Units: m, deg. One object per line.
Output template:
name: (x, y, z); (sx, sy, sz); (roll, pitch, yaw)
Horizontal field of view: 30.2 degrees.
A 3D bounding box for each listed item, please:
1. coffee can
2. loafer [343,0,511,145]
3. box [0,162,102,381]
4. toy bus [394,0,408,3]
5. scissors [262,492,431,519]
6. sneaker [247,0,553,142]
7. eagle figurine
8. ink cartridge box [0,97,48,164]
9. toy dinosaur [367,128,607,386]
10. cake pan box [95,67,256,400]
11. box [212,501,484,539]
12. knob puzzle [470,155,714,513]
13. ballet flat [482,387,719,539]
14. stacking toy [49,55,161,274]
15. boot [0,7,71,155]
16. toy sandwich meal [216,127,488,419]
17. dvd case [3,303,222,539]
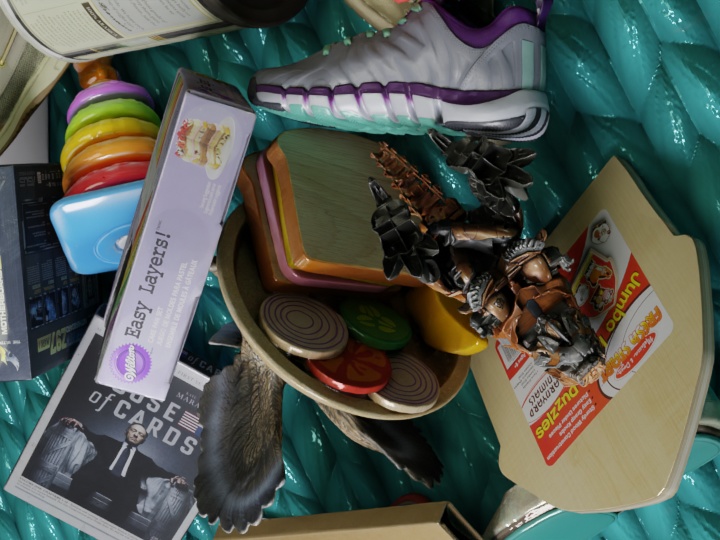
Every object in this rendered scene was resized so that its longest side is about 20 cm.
coffee can: (-0.149, -0.234, 0.958); (0.200, 0.146, 0.147); (-2, 95, 38)
loafer: (0.049, -0.172, 0.862); (0.200, 0.076, 0.068); (50, 122, 11)
box: (-0.255, -0.005, 1.048); (0.051, 0.200, 0.158); (-4, 96, 6)
toy bus: (-0.014, -0.246, 0.772); (0.200, 0.136, 0.193); (-2, 108, 44)
scissors: (-0.013, 0.210, 0.997); (0.200, 0.014, 0.073); (-15, 89, 37)
sneaker: (0.025, -0.129, 0.817); (0.199, 0.074, 0.088); (7, 90, 26)
eagle figurine: (-0.047, 0.076, 0.919); (0.151, 0.151, 0.201); (-25, 73, 27)
ink cartridge box: (-0.355, -0.159, 1.146); (0.128, 0.125, 0.201); (9, 102, 37)
toy dinosaur: (0.064, -0.009, 0.800); (0.200, 0.136, 0.102); (24, 76, 32)
cake pan box: (-0.125, -0.029, 0.887); (0.052, 0.184, 0.201); (17, 101, -10)
box: (0.020, 0.215, 0.904); (0.200, 0.021, 0.164); (-13, 130, 39)
knob puzzle: (0.149, 0.059, 0.802); (0.220, 0.030, 0.220); (-33, 49, 48)
ballet flat: (0.147, 0.125, 0.841); (0.200, 0.067, 0.062); (-39, 45, 32)
stacking toy: (-0.196, -0.106, 1.056); (0.116, 0.109, 0.200); (91, 165, -63)
boot: (-0.327, -0.156, 1.028); (0.200, 0.155, 0.072); (-53, 24, -3)
toy sandwich meal: (0.000, 0.000, 0.851); (0.205, 0.205, 0.070); (54, 132, 19)
dvd case: (-0.182, 0.138, 1.067); (0.150, 0.025, 0.200); (29, 119, -6)
